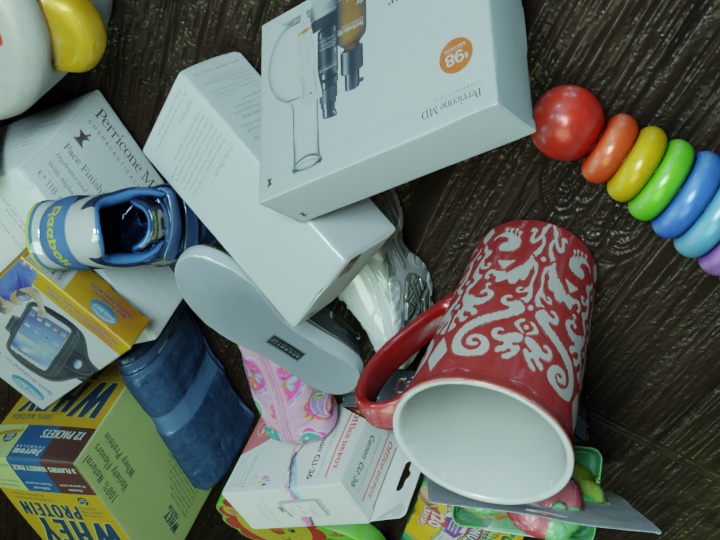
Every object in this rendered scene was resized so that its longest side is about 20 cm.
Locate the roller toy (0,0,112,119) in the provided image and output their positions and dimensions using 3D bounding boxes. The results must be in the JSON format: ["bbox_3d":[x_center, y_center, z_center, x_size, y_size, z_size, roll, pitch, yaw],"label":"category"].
[{"bbox_3d":[-0.297,-0.213,0.739,0.182,0.140,0.200,-27,115,40],"label":"roller toy"}]

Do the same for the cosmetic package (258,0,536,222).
[{"bbox_3d":[0.016,-0.134,0.657,0.200,0.151,0.052,-19,155,36],"label":"cosmetic package"}]

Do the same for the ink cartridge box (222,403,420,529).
[{"bbox_3d":[-0.034,0.204,1.018,0.199,0.117,0.068,-13,125,32],"label":"ink cartridge box"}]

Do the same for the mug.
[{"bbox_3d":[0.098,0.055,0.759,0.177,0.200,0.134,17,136,11],"label":"mug"}]

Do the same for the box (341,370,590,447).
[{"bbox_3d":[0.101,0.129,0.898,0.199,0.038,0.137,-1,160,26],"label":"box"}]

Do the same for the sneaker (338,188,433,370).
[{"bbox_3d":[0.000,0.000,0.855,0.099,0.078,0.201,1,122,33],"label":"sneaker"}]

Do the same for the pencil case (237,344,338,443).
[{"bbox_3d":[-0.081,0.084,0.953,0.087,0.088,0.200,4,133,21],"label":"pencil case"}]

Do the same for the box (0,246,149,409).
[{"bbox_3d":[-0.291,0.055,0.868,0.119,0.042,0.200,43,131,-17],"label":"box"}]

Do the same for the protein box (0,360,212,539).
[{"bbox_3d":[-0.266,0.194,1.056,0.134,0.200,0.199,-2,129,26],"label":"protein box"}]

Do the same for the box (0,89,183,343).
[{"bbox_3d":[-0.286,-0.033,0.905,0.199,0.131,0.199,-12,125,32],"label":"box"}]

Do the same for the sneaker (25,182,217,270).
[{"bbox_3d":[-0.175,-0.037,0.810,0.082,0.200,0.074,-6,98,40],"label":"sneaker"}]

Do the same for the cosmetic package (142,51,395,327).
[{"bbox_3d":[-0.076,-0.066,0.773,0.200,0.074,0.102,49,136,7],"label":"cosmetic package"}]

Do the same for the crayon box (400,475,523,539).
[{"bbox_3d":[0.118,0.257,1.037,0.118,0.058,0.200,20,135,7],"label":"crayon box"}]

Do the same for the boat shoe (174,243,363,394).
[{"bbox_3d":[-0.072,0.031,0.839,0.200,0.066,0.070,35,127,-22],"label":"boat shoe"}]

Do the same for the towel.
[{"bbox_3d":[-0.182,0.132,1.023,0.048,0.112,0.200,-3,128,26],"label":"towel"}]

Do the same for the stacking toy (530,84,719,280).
[{"bbox_3d":[0.212,-0.070,0.689,0.200,0.085,0.085,33,136,3],"label":"stacking toy"}]

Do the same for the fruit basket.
[{"bbox_3d":[0.148,0.204,0.847,0.185,0.200,0.094,7,93,3],"label":"fruit basket"}]

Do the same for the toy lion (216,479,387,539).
[{"bbox_3d":[-0.067,0.310,1.152,0.199,0.069,0.192,4,139,21],"label":"toy lion"}]
